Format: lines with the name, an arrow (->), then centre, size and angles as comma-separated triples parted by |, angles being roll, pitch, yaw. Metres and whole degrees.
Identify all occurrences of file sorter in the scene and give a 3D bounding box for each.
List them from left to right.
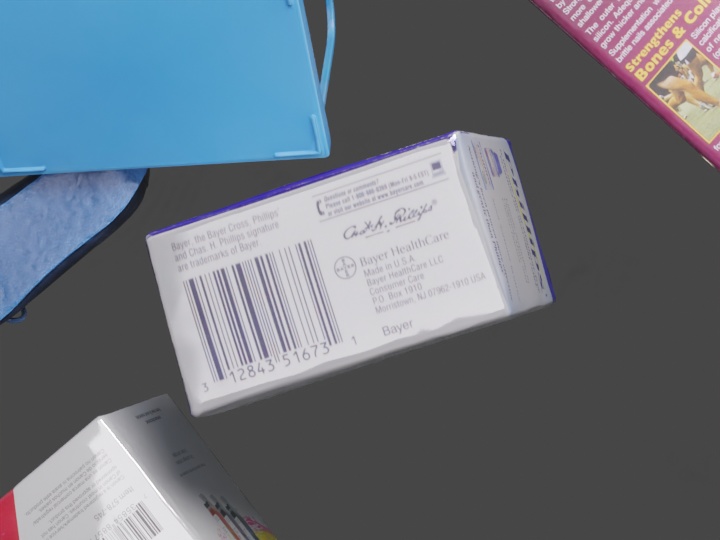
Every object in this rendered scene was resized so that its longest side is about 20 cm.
file sorter -> -0.119, -0.151, 1.431 | 0.198, 0.123, 0.139 | -3, 132, 10

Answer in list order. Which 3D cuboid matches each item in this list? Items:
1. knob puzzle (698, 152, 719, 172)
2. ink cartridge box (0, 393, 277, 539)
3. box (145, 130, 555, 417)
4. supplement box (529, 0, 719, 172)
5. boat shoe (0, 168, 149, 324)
knob puzzle -> 0.320, -0.090, 1.414 | 0.218, 0.030, 0.222 | 0, 92, 11
ink cartridge box -> -0.123, 0.198, 1.453 | 0.145, 0.145, 0.200 | -38, 85, 9
box -> 0.000, 0.000, 1.393 | 0.183, 0.200, 0.106 | -18, 87, 11
supplement box -> 0.202, -0.139, 1.382 | 0.200, 0.103, 0.131 | 45, 100, 17
boat shoe -> -0.206, -0.007, 1.503 | 0.199, 0.069, 0.085 | -26, 89, 7
